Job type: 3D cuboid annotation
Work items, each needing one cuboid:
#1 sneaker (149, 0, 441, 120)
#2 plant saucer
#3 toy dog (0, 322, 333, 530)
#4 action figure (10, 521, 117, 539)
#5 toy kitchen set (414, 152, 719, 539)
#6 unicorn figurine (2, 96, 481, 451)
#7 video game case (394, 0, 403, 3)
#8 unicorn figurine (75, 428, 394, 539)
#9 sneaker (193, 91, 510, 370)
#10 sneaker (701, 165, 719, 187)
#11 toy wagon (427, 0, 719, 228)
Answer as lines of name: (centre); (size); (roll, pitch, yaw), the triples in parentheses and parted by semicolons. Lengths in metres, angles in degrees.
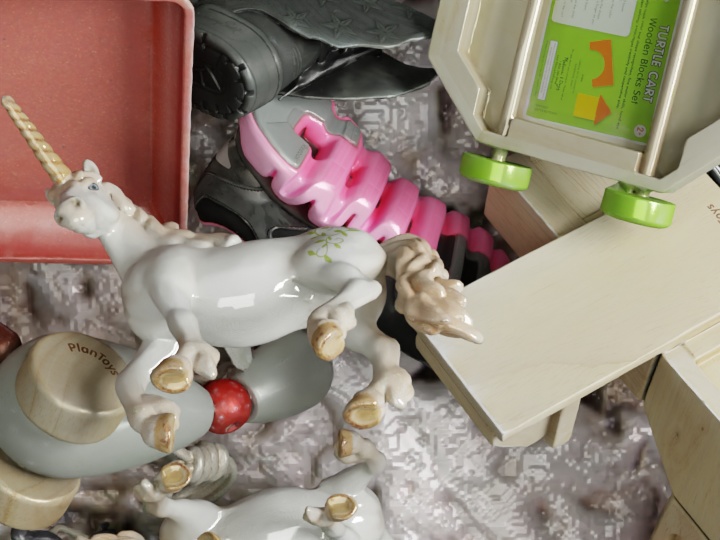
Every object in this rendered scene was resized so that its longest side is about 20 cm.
sneaker: (-0.066, -0.128, 0.792); (0.200, 0.104, 0.060); (32, 138, 27)
plant saucer: (-0.177, -0.073, 0.758); (0.199, 0.200, 0.037); (1, 57, -6)
toy dog: (-0.110, 0.047, 0.784); (0.132, 0.200, 0.096); (-42, 69, 17)
action figure: (-0.202, 0.103, 0.821); (0.119, 0.102, 0.200); (-35, 100, 19)
toy kitchen set: (0.109, 0.068, 0.795); (0.163, 0.181, 0.200); (-26, 60, -21)
unicorn figurine: (-0.058, 0.008, 0.695); (0.199, 0.138, 0.074); (8, 125, -11)
video game case: (-0.025, -0.199, 0.712); (0.182, 0.200, 0.023); (44, 81, -7)
unicorn figurine: (-0.029, 0.130, 0.811); (0.199, 0.137, 0.074); (6, 63, 3)
sneaker: (0.000, 0.000, 0.821); (0.200, 0.079, 0.095); (43, 125, -10)
sneaker: (0.192, -0.082, 0.794); (0.099, 0.070, 0.201); (-5, 100, 4)
toy wagon: (0.128, -0.099, 0.722); (0.199, 0.040, 0.156); (17, 100, 22)
